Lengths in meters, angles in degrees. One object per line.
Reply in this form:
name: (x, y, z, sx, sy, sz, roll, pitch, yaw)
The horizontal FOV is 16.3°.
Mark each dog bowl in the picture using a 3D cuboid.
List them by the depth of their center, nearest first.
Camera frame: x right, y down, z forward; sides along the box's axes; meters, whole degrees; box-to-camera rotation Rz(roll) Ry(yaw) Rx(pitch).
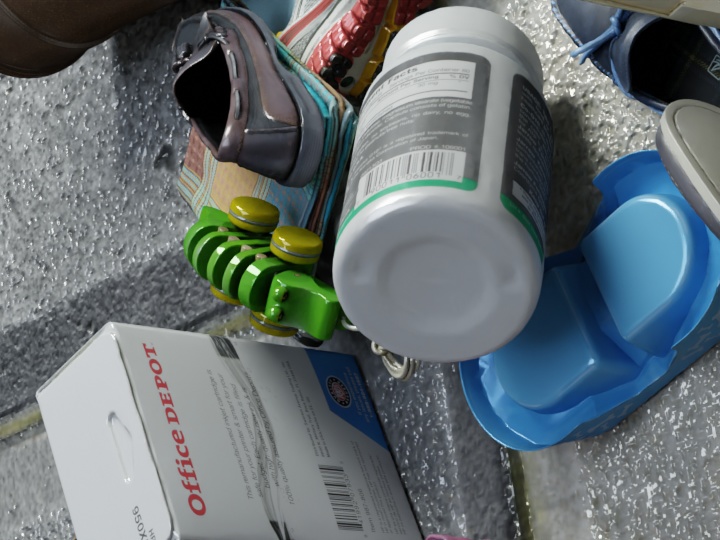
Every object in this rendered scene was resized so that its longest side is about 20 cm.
dog bowl: (0.139, 0.020, 1.380, 0.200, 0.049, 0.112, -44, 54, 33)

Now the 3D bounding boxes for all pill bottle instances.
pill bottle: (0.050, -0.053, 1.386, 0.113, 0.113, 0.201, -43, 22, 33)

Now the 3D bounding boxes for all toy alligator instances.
toy alligator: (-0.047, 0.010, 1.448, 0.200, 0.054, 0.060, 36, 119, 41)

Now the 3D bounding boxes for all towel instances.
towel: (-0.064, -0.070, 1.557, 0.200, 0.022, 0.147, 48, 128, 55)

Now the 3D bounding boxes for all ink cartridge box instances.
ink cartridge box: (-0.076, 0.119, 1.476, 0.084, 0.199, 0.145, -41, 56, 33)

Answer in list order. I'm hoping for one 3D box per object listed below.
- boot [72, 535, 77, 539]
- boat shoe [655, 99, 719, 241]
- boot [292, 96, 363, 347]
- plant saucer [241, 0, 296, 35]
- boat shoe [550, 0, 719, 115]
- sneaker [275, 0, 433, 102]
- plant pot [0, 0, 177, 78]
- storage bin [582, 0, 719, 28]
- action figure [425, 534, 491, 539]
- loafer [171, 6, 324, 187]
boot: (-0.121, 0.176, 1.545, 0.077, 0.155, 0.200, -54, 50, 25)
boat shoe: (0.210, 0.003, 1.263, 0.200, 0.073, 0.063, 49, 135, 11)
boot: (0.000, 0.000, 1.509, 0.131, 0.067, 0.200, -58, 30, 27)
plant saucer: (-0.068, -0.100, 1.637, 0.070, 0.019, 0.201, 3, 85, 46)
boat shoe: (0.169, -0.126, 1.358, 0.200, 0.068, 0.085, 33, 106, 44)
sneaker: (0.004, -0.188, 1.534, 0.200, 0.078, 0.082, -57, 47, 23)
plant pot: (-0.167, -0.245, 1.650, 0.197, 0.200, 0.202, -12, 74, 37)
storage bin: (0.148, -0.239, 1.289, 0.094, 0.199, 0.200, 139, 142, -83)
action figure: (0.086, 0.186, 1.369, 0.148, 0.134, 0.200, -29, 22, -4)
loafer: (-0.082, -0.111, 1.508, 0.200, 0.063, 0.072, 50, 130, 55)
